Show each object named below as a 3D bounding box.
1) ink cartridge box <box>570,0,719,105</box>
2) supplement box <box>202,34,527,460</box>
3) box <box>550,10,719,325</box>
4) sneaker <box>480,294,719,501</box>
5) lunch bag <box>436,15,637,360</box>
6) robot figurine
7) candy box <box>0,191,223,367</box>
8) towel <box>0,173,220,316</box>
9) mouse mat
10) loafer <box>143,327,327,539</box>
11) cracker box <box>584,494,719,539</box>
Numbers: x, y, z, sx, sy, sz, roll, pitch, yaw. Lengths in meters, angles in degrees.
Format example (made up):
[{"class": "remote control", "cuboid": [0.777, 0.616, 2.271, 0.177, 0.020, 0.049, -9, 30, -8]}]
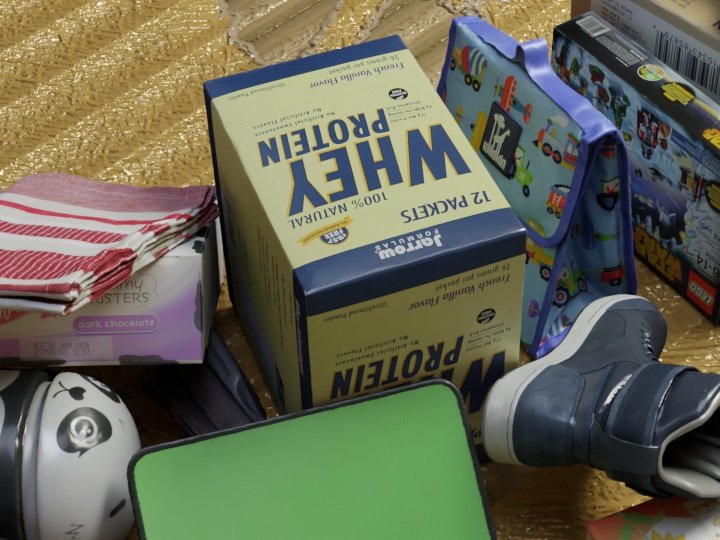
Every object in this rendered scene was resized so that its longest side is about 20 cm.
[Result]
[{"class": "ink cartridge box", "cuboid": [0.244, -0.138, 1.151, 0.075, 0.165, 0.200, -32, 51, -25]}, {"class": "supplement box", "cuboid": [0.000, 0.000, 0.988, 0.134, 0.200, 0.200, -16, 47, -13]}, {"class": "box", "cuboid": [0.205, -0.073, 1.105, 0.040, 0.137, 0.200, -25, 48, -22]}, {"class": "sneaker", "cuboid": [0.183, 0.074, 0.951, 0.146, 0.077, 0.202, 5, 22, 33]}, {"class": "lunch bag", "cuboid": [0.116, -0.070, 1.057, 0.094, 0.201, 0.151, -23, 47, -21]}, {"class": "robot figurine", "cuboid": [-0.228, 0.118, 0.925, 0.199, 0.125, 0.151, 0, 73, 2]}, {"class": "candy box", "cuboid": [-0.178, 0.001, 1.022, 0.167, 0.072, 0.200, 0, 14, -1]}, {"class": "towel", "cuboid": [-0.185, -0.021, 0.922, 0.143, 0.023, 0.200, 5, 19, 18]}, {"class": "mouse mat", "cuboid": [-0.020, 0.158, 0.890, 0.199, 0.008, 0.162, -12, 86, -11]}, {"class": "loafer", "cuboid": [-0.077, 0.118, 0.975, 0.063, 0.072, 0.200, -32, 45, -3]}, {"class": "cracker box", "cuboid": [0.228, 0.206, 0.870, 0.133, 0.058, 0.200, -17, 45, -16]}]
